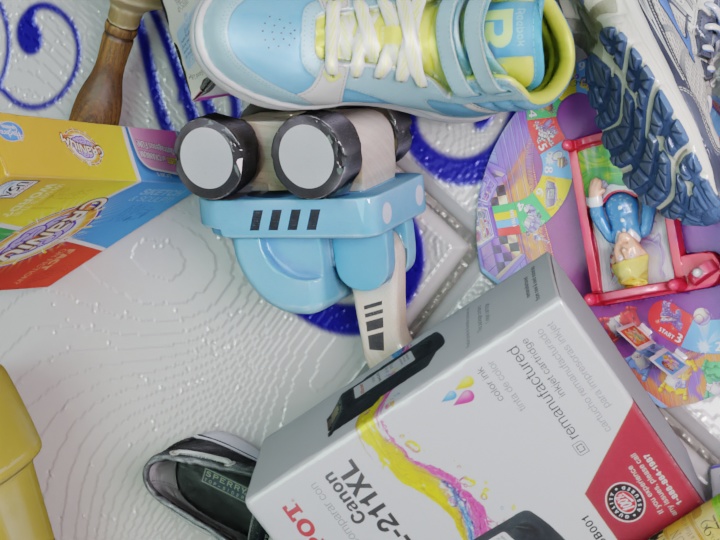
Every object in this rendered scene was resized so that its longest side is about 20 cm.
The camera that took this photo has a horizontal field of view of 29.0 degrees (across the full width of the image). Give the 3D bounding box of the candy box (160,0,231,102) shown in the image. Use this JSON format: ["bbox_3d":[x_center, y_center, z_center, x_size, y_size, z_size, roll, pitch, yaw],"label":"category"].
[{"bbox_3d":[-0.058,-0.210,0.803,0.061,0.135,0.202,-32,73,60],"label":"candy box"}]

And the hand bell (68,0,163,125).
[{"bbox_3d":[-0.157,-0.149,0.894,0.104,0.104,0.201,32,116,22],"label":"hand bell"}]

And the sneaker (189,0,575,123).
[{"bbox_3d":[0.022,-0.122,0.712,0.130,0.198,0.081,1,90,62],"label":"sneaker"}]

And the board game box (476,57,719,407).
[{"bbox_3d":[0.151,-0.026,0.758,0.199,0.039,0.159,38,107,20],"label":"board game box"}]

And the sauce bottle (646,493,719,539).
[{"bbox_3d":[0.138,0.174,0.683,0.199,0.065,0.065,-38,76,14],"label":"sauce bottle"}]

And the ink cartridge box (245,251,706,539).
[{"bbox_3d":[0.060,0.112,0.742,0.199,0.083,0.146,-34,102,13],"label":"ink cartridge box"}]

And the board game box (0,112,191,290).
[{"bbox_3d":[-0.209,-0.037,0.847,0.152,0.200,0.041,-30,79,24],"label":"board game box"}]

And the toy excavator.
[{"bbox_3d":[0.000,0.000,0.817,0.193,0.100,0.202,1,106,25],"label":"toy excavator"}]

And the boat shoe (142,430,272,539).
[{"bbox_3d":[-0.044,0.152,0.844,0.198,0.068,0.074,26,103,23],"label":"boat shoe"}]

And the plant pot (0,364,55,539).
[{"bbox_3d":[-0.281,0.190,0.903,0.199,0.201,0.190,-24,95,24],"label":"plant pot"}]

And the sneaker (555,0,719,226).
[{"bbox_3d":[0.159,-0.120,0.722,0.084,0.077,0.202,-16,70,-13],"label":"sneaker"}]

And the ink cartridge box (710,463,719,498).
[{"bbox_3d":[0.266,0.161,0.660,0.197,0.043,0.201,-19,39,29],"label":"ink cartridge box"}]
